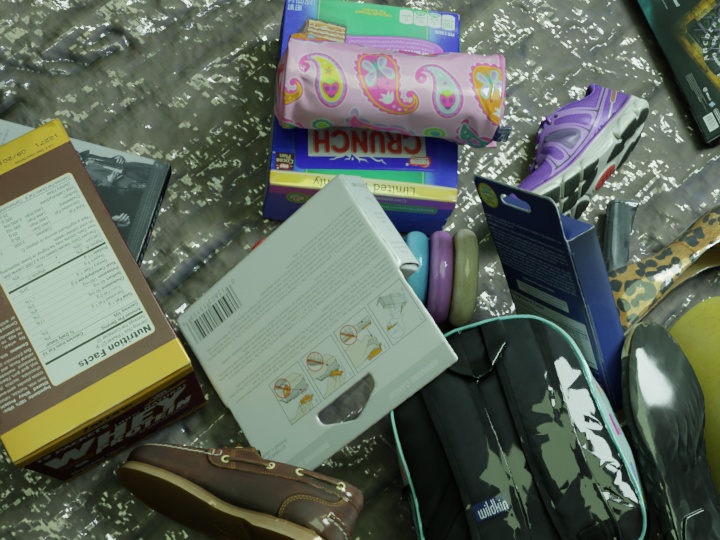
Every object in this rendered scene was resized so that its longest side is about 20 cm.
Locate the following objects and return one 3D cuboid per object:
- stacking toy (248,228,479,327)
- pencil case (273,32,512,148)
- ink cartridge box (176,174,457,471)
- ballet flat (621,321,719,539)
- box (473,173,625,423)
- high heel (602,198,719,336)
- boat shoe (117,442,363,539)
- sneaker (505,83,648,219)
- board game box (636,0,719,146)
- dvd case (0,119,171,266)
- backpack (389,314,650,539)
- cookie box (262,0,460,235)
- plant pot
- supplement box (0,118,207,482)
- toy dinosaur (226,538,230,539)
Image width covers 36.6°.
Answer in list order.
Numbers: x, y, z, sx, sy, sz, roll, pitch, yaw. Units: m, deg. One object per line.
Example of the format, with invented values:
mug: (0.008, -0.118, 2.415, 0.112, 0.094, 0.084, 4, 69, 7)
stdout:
stacking toy: (0.000, 0.000, 0.942, 0.198, 0.086, 0.086, 4, 66, -1)
pencil case: (0.027, -0.150, 0.925, 0.198, 0.088, 0.088, 6, 66, -7)
ink cartridge box: (-0.033, 0.052, 0.871, 0.200, 0.043, 0.174, -39, 74, 21)
ballet flat: (0.229, 0.138, 0.819, 0.066, 0.057, 0.202, -6, 76, -14)
box: (0.158, 0.015, 0.874, 0.032, 0.121, 0.201, -29, 115, -16)
high heel: (0.311, 0.009, 0.973, 0.198, 0.072, 0.143, 5, 59, 13)
boat shoe: (-0.093, 0.172, 0.846, 0.199, 0.071, 0.071, 16, 53, 21)
sneaker: (0.188, -0.103, 1.023, 0.083, 0.081, 0.200, 32, 59, 25)
board game box: (0.362, -0.243, 1.069, 0.028, 0.135, 0.201, 7, 57, -52)
dvd case: (-0.284, -0.052, 0.957, 0.198, 0.025, 0.151, 14, 66, 0)
backpack: (0.117, 0.142, 0.840, 0.175, 0.153, 0.201, -23, 75, 10)
cookie box: (0.003, -0.143, 1.003, 0.170, 0.075, 0.202, 5, 67, -6)
plant pot: (0.320, 0.104, 0.892, 0.199, 0.201, 0.142, -33, 51, -19)
supplement box: (-0.223, 0.033, 0.816, 0.132, 0.197, 0.201, -28, 80, -11)
toy dinosaur: (-0.082, 0.305, 0.823, 0.101, 0.058, 0.200, -22, 62, -33)
